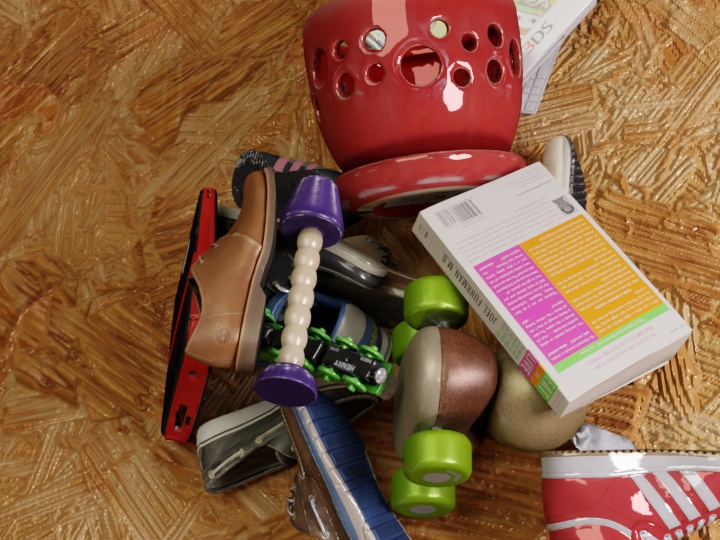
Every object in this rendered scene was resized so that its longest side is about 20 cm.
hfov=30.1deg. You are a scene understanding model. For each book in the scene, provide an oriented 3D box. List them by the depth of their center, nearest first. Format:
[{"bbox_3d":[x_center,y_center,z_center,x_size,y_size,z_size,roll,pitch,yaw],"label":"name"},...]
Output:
[{"bbox_3d":[0.152,0.010,1.087,0.133,0.048,0.200,-22,63,-29],"label":"book"}]

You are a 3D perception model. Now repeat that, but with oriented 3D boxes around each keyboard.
[{"bbox_3d":[0.181,-0.244,1.355,0.056,0.011,0.201,9,66,31],"label":"keyboard"}]

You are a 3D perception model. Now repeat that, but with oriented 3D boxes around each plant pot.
[{"bbox_3d":[0.053,-0.146,1.220,0.199,0.200,0.184,-9,83,22],"label":"plant pot"}]

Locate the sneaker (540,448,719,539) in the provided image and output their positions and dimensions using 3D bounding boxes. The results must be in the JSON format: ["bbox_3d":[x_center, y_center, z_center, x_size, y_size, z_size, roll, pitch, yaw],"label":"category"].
[{"bbox_3d":[0.238,0.193,1.020,0.199,0.071,0.113,-1,81,6],"label":"sneaker"}]

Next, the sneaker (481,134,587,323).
[{"bbox_3d":[0.150,-0.034,1.202,0.093,0.070,0.201,-2,63,19],"label":"sneaker"}]

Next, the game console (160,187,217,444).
[{"bbox_3d":[-0.155,0.048,1.245,0.031,0.200,0.178,9,55,-11],"label":"game console"}]

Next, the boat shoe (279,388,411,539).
[{"bbox_3d":[-0.025,0.193,1.123,0.072,0.072,0.201,-35,71,23],"label":"boat shoe"}]

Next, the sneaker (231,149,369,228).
[{"bbox_3d":[-0.059,-0.076,1.347,0.200,0.082,0.071,24,104,54],"label":"sneaker"}]

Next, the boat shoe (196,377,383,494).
[{"bbox_3d":[-0.057,0.146,1.202,0.199,0.071,0.064,-26,52,20],"label":"boat shoe"}]

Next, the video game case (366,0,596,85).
[{"bbox_3d":[0.102,-0.262,1.336,0.200,0.023,0.182,44,95,18],"label":"video game case"}]

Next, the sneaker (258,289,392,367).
[{"bbox_3d":[-0.069,0.049,1.256,0.199,0.082,0.074,4,65,30],"label":"sneaker"}]

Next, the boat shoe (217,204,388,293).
[{"bbox_3d":[-0.059,-0.008,1.219,0.199,0.072,0.068,17,91,36],"label":"boat shoe"}]

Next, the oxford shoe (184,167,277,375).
[{"bbox_3d":[-0.107,-0.009,1.133,0.071,0.072,0.201,8,55,1],"label":"oxford shoe"}]

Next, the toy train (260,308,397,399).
[{"bbox_3d":[-0.047,0.071,1.142,0.199,0.056,0.042,17,69,41],"label":"toy train"}]

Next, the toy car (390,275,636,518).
[{"bbox_3d":[0.129,0.110,1.113,0.199,0.158,0.165,4,62,-4],"label":"toy car"}]

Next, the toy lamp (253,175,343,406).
[{"bbox_3d":[-0.049,0.011,1.107,0.058,0.058,0.201,-6,55,24],"label":"toy lamp"}]

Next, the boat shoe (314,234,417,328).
[{"bbox_3d":[0.000,0.000,1.258,0.199,0.076,0.072,15,66,31],"label":"boat shoe"}]

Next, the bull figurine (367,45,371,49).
[{"bbox_3d":[0.058,-0.297,1.418,0.121,0.065,0.201,-1,63,22],"label":"bull figurine"}]
